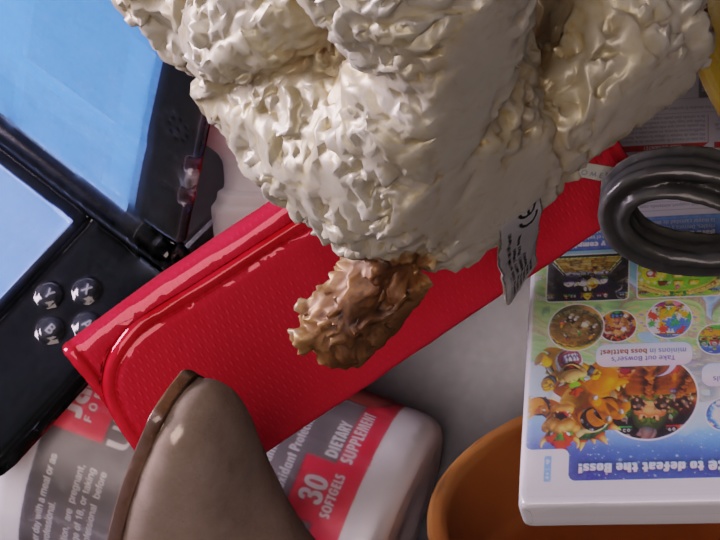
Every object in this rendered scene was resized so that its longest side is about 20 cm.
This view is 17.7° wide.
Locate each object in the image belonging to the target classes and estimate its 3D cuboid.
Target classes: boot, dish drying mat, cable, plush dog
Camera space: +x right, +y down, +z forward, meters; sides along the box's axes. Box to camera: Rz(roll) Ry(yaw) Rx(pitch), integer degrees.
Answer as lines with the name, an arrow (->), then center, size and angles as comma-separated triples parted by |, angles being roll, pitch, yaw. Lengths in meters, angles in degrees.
boot -> -0.009, 0.124, 0.766 | 0.146, 0.200, 0.070 | 32, 62, 14
dish drying mat -> 0.000, 0.000, 0.805 | 0.200, 0.018, 0.077 | -34, 116, 1
cable -> 0.184, -0.021, 0.778 | 0.199, 0.050, 0.097 | -4, 135, 23
plush dog -> -0.013, -0.082, 0.719 | 0.172, 0.200, 0.161 | 46, 115, 25

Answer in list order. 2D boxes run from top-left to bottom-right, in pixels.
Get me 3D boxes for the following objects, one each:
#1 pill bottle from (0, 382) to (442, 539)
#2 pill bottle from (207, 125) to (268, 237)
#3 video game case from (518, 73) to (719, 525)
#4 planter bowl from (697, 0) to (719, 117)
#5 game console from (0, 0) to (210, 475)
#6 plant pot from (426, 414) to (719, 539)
pill bottle -> -0.078, 0.075, 0.895 | 0.200, 0.111, 0.111 | 20, 100, 9
pill bottle -> -0.013, -0.104, 0.858 | 0.116, 0.116, 0.201 | -3, 96, 12
video game case -> 0.132, -0.002, 0.825 | 0.143, 0.018, 0.200 | -2, 55, 12
planter bowl -> 0.211, -0.112, 0.780 | 0.200, 0.084, 0.201 | 6, 122, 9
game console -> -0.162, -0.055, 0.836 | 0.200, 0.119, 0.172 | 36, 76, 22
plant pot -> 0.131, 0.139, 0.828 | 0.199, 0.200, 0.140 | -3, 113, 12
